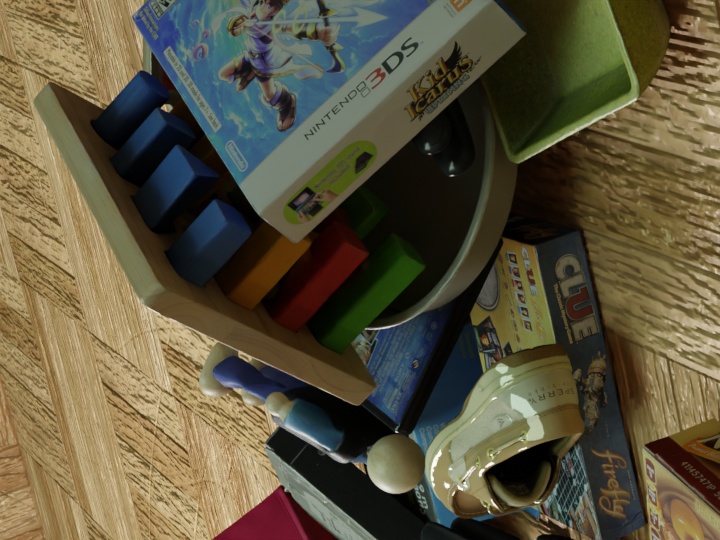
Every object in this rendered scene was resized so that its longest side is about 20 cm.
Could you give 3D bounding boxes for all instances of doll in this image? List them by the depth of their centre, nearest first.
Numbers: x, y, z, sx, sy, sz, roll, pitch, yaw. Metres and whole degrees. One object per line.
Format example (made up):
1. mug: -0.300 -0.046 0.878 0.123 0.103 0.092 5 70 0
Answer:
1. doll: -0.022 0.102 1.680 0.200 0.136 0.049 26 98 48

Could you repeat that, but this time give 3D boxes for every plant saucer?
1. plant saucer: 0.105 -0.177 1.360 0.201 0.048 0.200 70 162 2

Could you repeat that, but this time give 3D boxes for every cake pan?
1. cake pan: 0.029 -0.060 1.528 0.200 0.037 0.201 -15 70 50

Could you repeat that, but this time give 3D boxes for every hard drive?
1. hard drive: 0.018 0.197 1.807 0.200 0.038 0.140 40 168 16

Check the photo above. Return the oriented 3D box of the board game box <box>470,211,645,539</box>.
1. board game box: 0.120 0.065 1.568 0.135 0.034 0.201 -159 53 -67

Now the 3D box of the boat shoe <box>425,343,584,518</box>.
1. boat shoe: 0.091 0.119 1.528 0.200 0.074 0.067 108 145 -60

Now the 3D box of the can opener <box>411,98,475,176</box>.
1. can opener: 0.027 -0.136 1.452 0.063 0.079 0.201 33 -149 -37

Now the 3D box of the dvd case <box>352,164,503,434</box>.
1. dvd case: 0.000 0.000 1.596 0.200 0.018 0.143 37 107 44

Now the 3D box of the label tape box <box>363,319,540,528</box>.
1. label tape box: 0.051 0.108 1.759 0.200 0.066 0.144 -166 59 -70

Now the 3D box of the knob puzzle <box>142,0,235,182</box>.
1. knob puzzle: -0.062 -0.173 1.576 0.030 0.219 0.220 27 134 45

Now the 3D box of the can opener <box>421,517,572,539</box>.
1. can opener: 0.116 0.206 1.626 0.200 0.063 0.079 20 101 56

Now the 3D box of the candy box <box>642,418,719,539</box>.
1. candy box: 0.218 0.200 1.381 0.115 0.055 0.201 -137 34 -55

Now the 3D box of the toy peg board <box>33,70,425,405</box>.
1. toy peg board: -0.070 -0.044 1.477 0.199 0.098 0.200 28 -159 -45

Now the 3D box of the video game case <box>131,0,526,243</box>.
1. video game case: -0.024 -0.145 1.417 0.045 0.181 0.200 38 -167 -49

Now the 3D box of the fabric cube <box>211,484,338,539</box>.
1. fabric cube: -0.053 0.327 1.940 0.196 0.199 0.200 36 -160 -55
